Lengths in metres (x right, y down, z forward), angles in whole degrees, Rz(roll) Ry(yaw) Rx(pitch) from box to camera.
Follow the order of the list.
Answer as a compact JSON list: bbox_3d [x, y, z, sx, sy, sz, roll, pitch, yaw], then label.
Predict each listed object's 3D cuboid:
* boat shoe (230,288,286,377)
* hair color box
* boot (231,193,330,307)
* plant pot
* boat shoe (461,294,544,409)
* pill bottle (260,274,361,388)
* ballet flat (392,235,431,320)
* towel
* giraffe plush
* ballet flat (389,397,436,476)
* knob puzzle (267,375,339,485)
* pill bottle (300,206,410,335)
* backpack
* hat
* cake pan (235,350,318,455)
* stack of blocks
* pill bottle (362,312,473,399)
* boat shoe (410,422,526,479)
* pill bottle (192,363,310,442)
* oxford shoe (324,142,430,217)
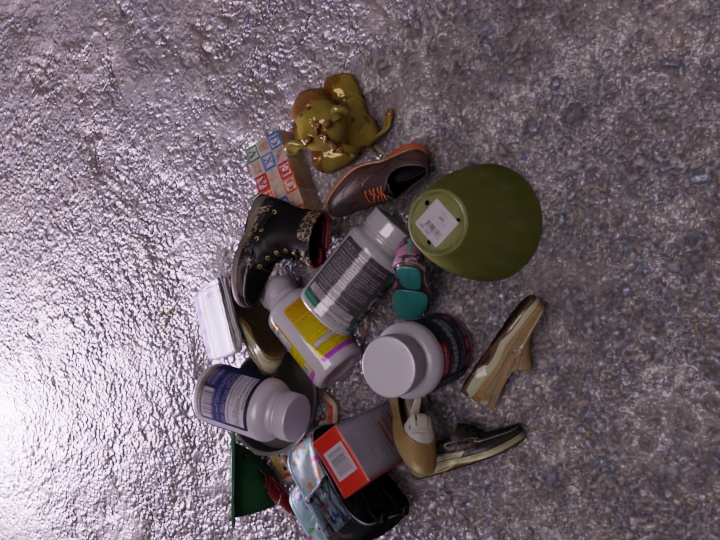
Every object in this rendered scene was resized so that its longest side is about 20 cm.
[{"bbox_3d":[-0.200,0.111,1.380,0.201,0.072,0.064,51,135,36],"label":"boat shoe"},{"bbox_3d":[0.015,0.287,1.207,0.061,0.199,0.102,-41,73,24],"label":"hair color box"},{"bbox_3d":[-0.136,-0.026,1.267,0.149,0.073,0.203,11,82,32],"label":"boot"},{"bbox_3d":[0.155,-0.070,1.103,0.185,0.199,0.190,2,95,29],"label":"plant pot"},{"bbox_3d":[0.239,0.132,1.152,0.076,0.072,0.201,34,117,9],"label":"boat shoe"},{"bbox_3d":[-0.095,0.103,1.315,0.200,0.104,0.104,49,114,18],"label":"pill bottle"},{"bbox_3d":[0.085,0.011,1.190,0.068,0.201,0.072,9,62,11],"label":"ballet flat"},{"bbox_3d":[-0.276,0.096,1.415,0.199,0.024,0.149,-24,79,62],"label":"towel"},{"bbox_3d":[-0.056,-0.242,1.236,0.199,0.161,0.174,36,109,24],"label":"giraffe plush"},{"bbox_3d":[0.083,0.237,1.183,0.201,0.068,0.064,-109,31,-56],"label":"ballet flat"},{"bbox_3d":[-0.121,0.292,1.385,0.217,0.030,0.224,2,94,30],"label":"knob puzzle"},{"bbox_3d":[0.000,0.000,1.235,0.113,0.113,0.201,43,101,20],"label":"pill bottle"},{"bbox_3d":[-0.033,0.367,1.256,0.151,0.177,0.201,-44,64,23],"label":"backpack"},{"bbox_3d":[-0.160,0.408,1.408,0.173,0.166,0.203,-1,66,-8],"label":"hat"},{"bbox_3d":[-0.158,0.242,1.372,0.198,0.037,0.204,-8,74,28],"label":"cake pan"},{"bbox_3d":[-0.145,-0.140,1.354,0.114,0.058,0.203,-23,82,29],"label":"stack of blocks"},{"bbox_3d":[0.089,0.136,1.154,0.118,0.199,0.122,2,95,29],"label":"pill bottle"},{"bbox_3d":[0.164,0.278,1.182,0.199,0.072,0.067,-24,78,17],"label":"boat shoe"},{"bbox_3d":[-0.191,0.238,1.306,0.198,0.111,0.113,10,98,30],"label":"pill bottle"},{"bbox_3d":[0.025,-0.141,1.218,0.198,0.073,0.071,-30,118,17],"label":"oxford shoe"}]
